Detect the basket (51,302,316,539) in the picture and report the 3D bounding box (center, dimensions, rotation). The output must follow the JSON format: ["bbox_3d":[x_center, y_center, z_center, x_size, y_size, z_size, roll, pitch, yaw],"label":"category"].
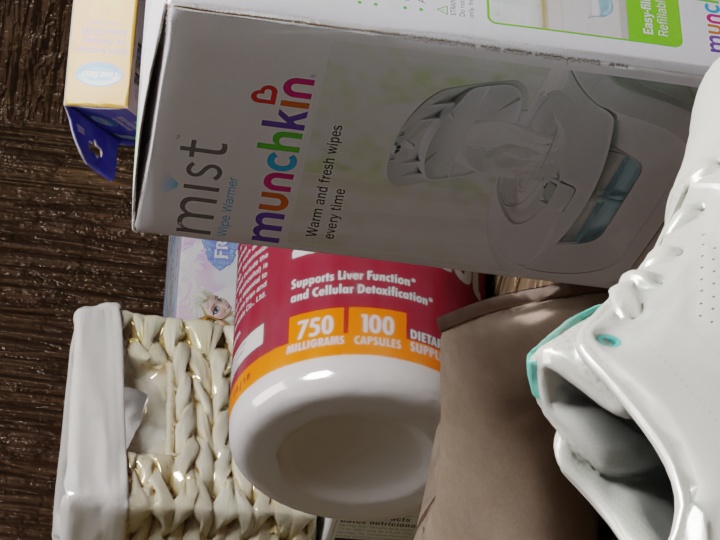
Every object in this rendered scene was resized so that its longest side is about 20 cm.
[{"bbox_3d":[-0.091,0.131,1.351,0.136,0.123,0.201,-93,10,-45],"label":"basket"}]

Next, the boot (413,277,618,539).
[{"bbox_3d":[0.058,0.087,0.893,0.200,0.070,0.147,124,145,-79],"label":"boot"}]

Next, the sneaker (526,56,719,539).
[{"bbox_3d":[0.080,0.015,0.621,0.201,0.088,0.076,-91,8,-45],"label":"sneaker"}]

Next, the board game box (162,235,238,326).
[{"bbox_3d":[-0.086,-0.005,1.532,0.200,0.041,0.201,109,164,-68],"label":"board game box"}]

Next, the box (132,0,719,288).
[{"bbox_3d":[0.024,-0.104,0.824,0.097,0.175,0.201,103,169,-46],"label":"box"}]

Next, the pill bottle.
[{"bbox_3d":[0.000,0.000,1.210,0.113,0.112,0.201,104,169,-52],"label":"pill bottle"}]

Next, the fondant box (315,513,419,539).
[{"bbox_3d":[0.001,0.097,1.359,0.200,0.058,0.145,108,166,-58],"label":"fondant box"}]

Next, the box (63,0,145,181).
[{"bbox_3d":[-0.119,-0.151,1.451,0.119,0.041,0.201,36,-124,-78],"label":"box"}]
